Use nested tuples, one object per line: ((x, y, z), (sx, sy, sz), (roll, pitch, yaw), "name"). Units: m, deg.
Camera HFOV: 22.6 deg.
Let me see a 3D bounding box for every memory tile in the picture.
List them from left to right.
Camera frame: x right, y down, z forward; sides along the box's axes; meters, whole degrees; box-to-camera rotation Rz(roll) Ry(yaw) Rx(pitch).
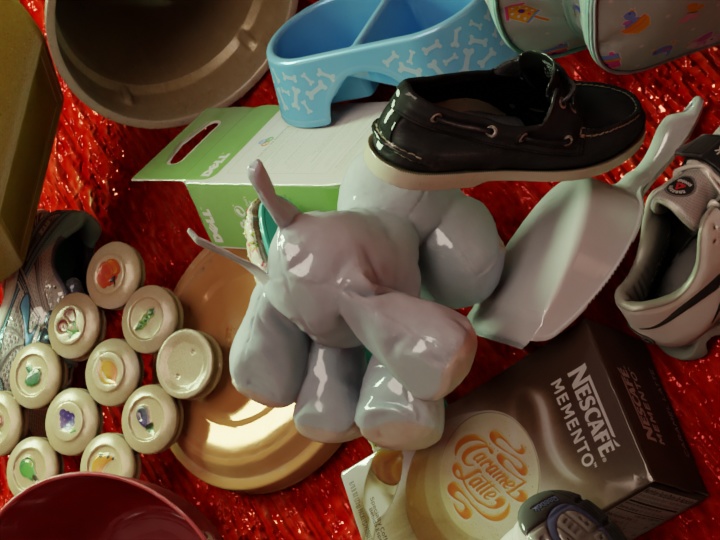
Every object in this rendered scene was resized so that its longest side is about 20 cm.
((-0.196, 0.092, 1.318), (0.200, 0.017, 0.153), (-50, 61, 13), "memory tile")

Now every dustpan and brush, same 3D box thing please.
((0.149, -0.033, 1.129), (0.201, 0.057, 0.139), (-62, 14, -4), "dustpan and brush")

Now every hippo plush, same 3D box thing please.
((0.000, 0.000, 1.118), (0.159, 0.200, 0.161), (-40, 10, 44), "hippo plush")

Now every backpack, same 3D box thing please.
((0.157, -0.211, 1.085), (0.198, 0.176, 0.155), (-16, 60, 1), "backpack")

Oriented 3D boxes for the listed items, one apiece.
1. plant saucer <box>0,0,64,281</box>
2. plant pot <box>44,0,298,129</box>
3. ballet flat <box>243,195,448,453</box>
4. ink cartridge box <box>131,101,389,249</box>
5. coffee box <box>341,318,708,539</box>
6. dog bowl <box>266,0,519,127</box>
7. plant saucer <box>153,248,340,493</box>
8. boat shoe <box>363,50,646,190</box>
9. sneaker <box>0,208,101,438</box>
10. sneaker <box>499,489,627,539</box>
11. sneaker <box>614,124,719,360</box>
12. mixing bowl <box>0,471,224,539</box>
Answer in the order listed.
((-0.266, -0.091, 1.346), (0.048, 0.200, 0.202), (11, 77, 0), "plant saucer")
((-0.173, -0.242, 1.385), (0.201, 0.200, 0.184), (-53, 41, 12), "plant pot")
((-0.022, 0.045, 1.192), (0.201, 0.075, 0.064), (53, 130, 5), "ballet flat")
((-0.053, -0.067, 1.274), (0.198, 0.060, 0.104), (3, 38, 37), "ink cartridge box")
((0.098, 0.131, 1.111), (0.199, 0.079, 0.115), (-35, 59, 24), "coffee box")
((0.020, -0.159, 1.246), (0.198, 0.050, 0.112), (-7, 36, 33), "dog bowl")
((-0.075, 0.057, 1.291), (0.199, 0.032, 0.203), (-12, 69, 34), "plant saucer")
((0.095, -0.097, 1.066), (0.075, 0.197, 0.067), (55, 142, 44), "boat shoe")
((-0.244, 0.042, 1.409), (0.086, 0.077, 0.202), (-11, 69, 31), "sneaker")
((0.150, 0.217, 1.026), (0.200, 0.074, 0.087), (47, 131, 8), "sneaker")
((0.218, -0.045, 1.072), (0.074, 0.088, 0.202), (29, 93, 41), "sneaker")
((-0.157, 0.227, 1.240), (0.198, 0.108, 0.203), (2, 97, 18), "mixing bowl")
